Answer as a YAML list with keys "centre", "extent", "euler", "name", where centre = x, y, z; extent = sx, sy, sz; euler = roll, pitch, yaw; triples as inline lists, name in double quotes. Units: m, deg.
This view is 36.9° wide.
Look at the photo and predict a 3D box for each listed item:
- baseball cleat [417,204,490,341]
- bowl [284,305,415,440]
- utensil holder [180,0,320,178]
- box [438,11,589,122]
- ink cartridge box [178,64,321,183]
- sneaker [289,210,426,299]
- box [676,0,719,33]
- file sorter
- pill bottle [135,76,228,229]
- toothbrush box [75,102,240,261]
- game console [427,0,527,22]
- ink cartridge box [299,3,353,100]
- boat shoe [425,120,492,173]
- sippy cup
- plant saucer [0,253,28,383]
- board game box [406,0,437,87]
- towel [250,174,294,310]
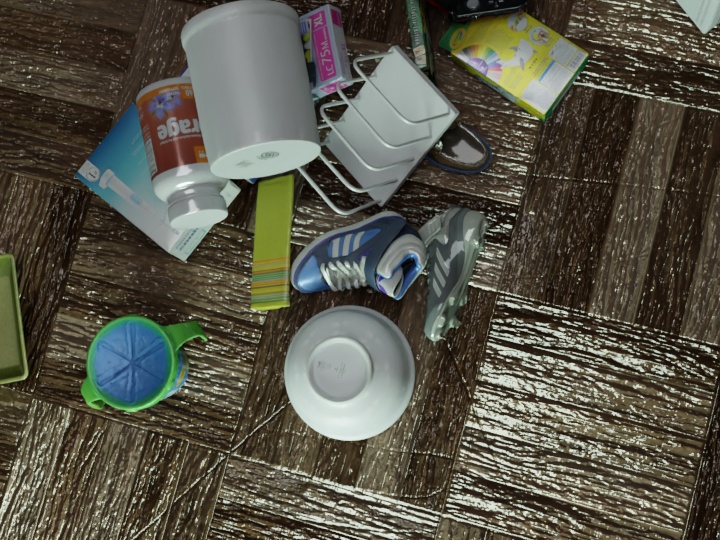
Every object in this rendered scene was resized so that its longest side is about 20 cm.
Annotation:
- centre: [0.118, 0.001, 1.588]
  extent: [0.106, 0.070, 0.201]
  euler: [20, 81, 26]
  name: "baseball cleat"
- centre: [-0.023, 0.146, 1.570]
  extent: [0.200, 0.090, 0.202]
  euler: [-1, 81, 9]
  name: "bowl"
- centre: [-0.148, -0.247, 1.498]
  extent: [0.169, 0.170, 0.201]
  euler: [-14, 80, 7]
  name: "utensil holder"
- centre: [0.227, -0.325, 1.618]
  extent: [0.200, 0.048, 0.117]
  euler: [37, 90, 11]
  name: "box"
- centre: [-0.183, -0.270, 1.683]
  extent: [0.200, 0.043, 0.197]
  euler: [39, 90, 16]
  name: "ink cartridge box"
- centre: [0.000, 0.000, 1.559]
  extent: [0.200, 0.081, 0.147]
  euler: [-28, 36, 0]
  name: "sneaker"
- centre: [0.488, -0.475, 1.517]
  extent: [0.131, 0.199, 0.200]
  euler: [-35, 78, 4]
  name: "box"
- centre: [0.011, -0.196, 1.551]
  extent: [0.139, 0.124, 0.200]
  euler: [49, 127, 13]
  name: "file sorter"
- centre: [-0.252, -0.167, 1.559]
  extent: [0.112, 0.112, 0.201]
  euler: [-15, 79, 7]
  name: "pill bottle"
- centre: [-0.310, -0.135, 1.661]
  extent: [0.200, 0.085, 0.147]
  euler: [37, 88, 13]
  name: "toothbrush box"
- centre: [0.152, -0.482, 1.591]
  extent: [0.172, 0.119, 0.201]
  euler: [-6, 65, 13]
  name: "game console"
- centre: [-0.111, -0.300, 1.600]
  extent: [0.199, 0.042, 0.120]
  euler: [-18, 74, 30]
  name: "ink cartridge box"
- centre: [0.103, -0.206, 1.608]
  extent: [0.200, 0.072, 0.072]
  euler: [27, 87, 12]
  name: "boat shoe"
- centre: [-0.318, 0.139, 1.600]
  extent: [0.177, 0.130, 0.140]
  euler: [3, 83, 10]
  name: "sippy cup"
- centre: [-0.616, 0.091, 1.700]
  extent: [0.199, 0.048, 0.201]
  euler: [-11, 80, 8]
  name: "plant saucer"
- centre: [0.087, -0.383, 1.620]
  extent: [0.023, 0.105, 0.201]
  euler: [-9, 81, 14]
  name: "board game box"
- centre: [-0.130, -0.041, 1.630]
  extent: [0.086, 0.018, 0.201]
  euler: [-6, 78, 46]
  name: "towel"
